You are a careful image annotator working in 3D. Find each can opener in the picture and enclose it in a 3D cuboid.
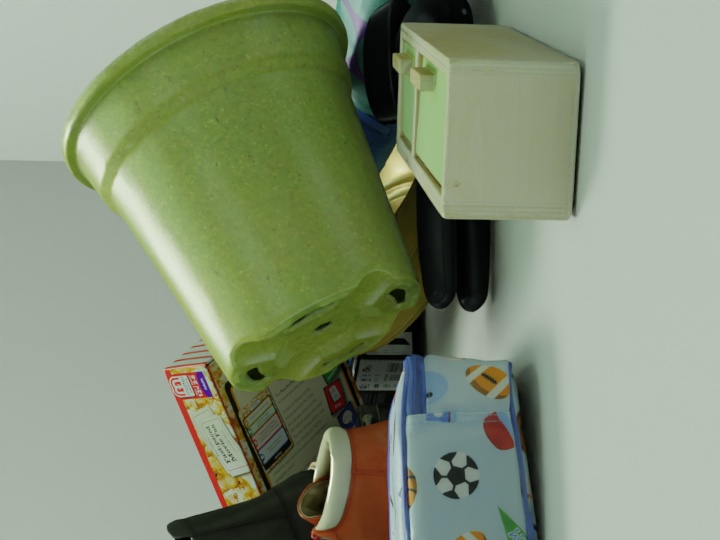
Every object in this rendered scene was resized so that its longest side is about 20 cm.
[{"bbox_3d":[0.053,-0.074,0.971,0.078,0.063,0.202,-23,74,55],"label":"can opener"}]

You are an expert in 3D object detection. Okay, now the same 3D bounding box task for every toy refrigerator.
[{"bbox_3d":[0.058,-0.083,0.831,0.200,0.069,0.077,-108,19,-75],"label":"toy refrigerator"}]

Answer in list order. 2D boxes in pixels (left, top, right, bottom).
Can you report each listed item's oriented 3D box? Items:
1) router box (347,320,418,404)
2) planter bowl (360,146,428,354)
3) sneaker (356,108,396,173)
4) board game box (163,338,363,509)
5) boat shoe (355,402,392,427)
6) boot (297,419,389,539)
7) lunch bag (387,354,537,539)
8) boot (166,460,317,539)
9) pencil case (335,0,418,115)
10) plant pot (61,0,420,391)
[{"bbox_3d":[0.014,0.043,1.358,0.200,0.051,0.150,100,170,-65],"label":"router box"},{"bbox_3d":[0.000,0.000,1.154,0.200,0.083,0.201,-41,20,18],"label":"planter bowl"},{"bbox_3d":[0.011,-0.126,1.140,0.078,0.066,0.201,-45,14,41],"label":"sneaker"},{"bbox_3d":[-0.056,0.126,1.233,0.151,0.046,0.201,-40,-65,-49],"label":"board game box"},{"bbox_3d":[0.025,0.191,1.166,0.071,0.063,0.202,100,169,-59],"label":"boat shoe"},{"bbox_3d":[0.006,0.164,1.039,0.201,0.106,0.075,103,158,-43],"label":"boot"},{"bbox_3d":[0.050,0.152,0.874,0.160,0.075,0.202,104,167,-77],"label":"lunch bag"},{"bbox_3d":[-0.068,0.232,1.132,0.077,0.137,0.202,40,139,54],"label":"boot"},{"bbox_3d":[0.033,-0.193,1.036,0.085,0.092,0.201,49,153,24],"label":"pencil case"},{"bbox_3d":[-0.060,-0.035,0.986,0.185,0.199,0.201,63,164,19],"label":"plant pot"}]
